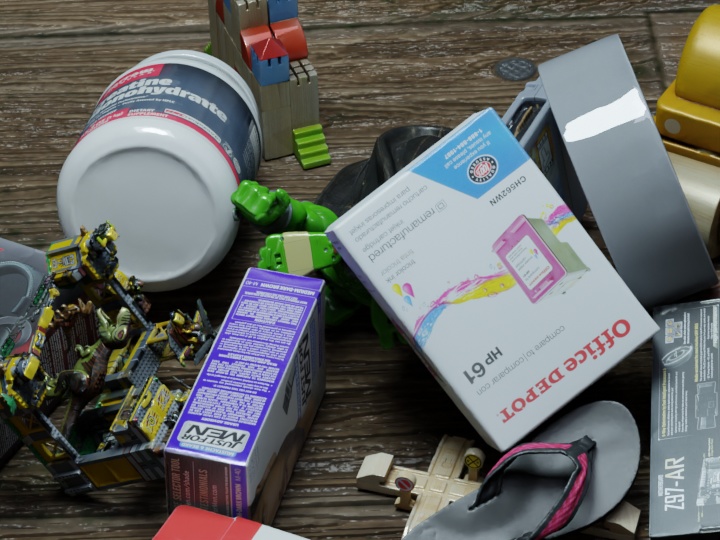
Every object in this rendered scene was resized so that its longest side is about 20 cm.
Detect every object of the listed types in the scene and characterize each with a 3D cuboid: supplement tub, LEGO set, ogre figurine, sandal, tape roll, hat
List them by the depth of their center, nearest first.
[{"bbox_3d":[0.113,0.155,1.584,0.200,0.045,0.075,-33,65,-17],"label":"sandal"},{"bbox_3d":[-0.168,0.059,1.645,0.116,0.154,0.200,-14,27,34],"label":"LEGO set"},{"bbox_3d":[0.197,-0.071,1.720,0.066,0.200,0.200,-22,39,9],"label":"tape roll"},{"bbox_3d":[0.000,0.000,1.748,0.200,0.098,0.120,16,6,8],"label":"ogre figurine"},{"bbox_3d":[-0.152,-0.082,1.822,0.140,0.141,0.200,2,24,4],"label":"supplement tub"},{"bbox_3d":[0.049,-0.065,1.862,0.200,0.081,0.201,0,40,0],"label":"hat"}]

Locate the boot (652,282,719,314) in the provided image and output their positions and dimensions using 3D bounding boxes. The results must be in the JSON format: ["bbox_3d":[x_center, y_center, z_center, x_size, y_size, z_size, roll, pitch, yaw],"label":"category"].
[{"bbox_3d":[0.331,0.061,1.709,0.186,0.064,0.200,-23,38,-5],"label":"boot"}]

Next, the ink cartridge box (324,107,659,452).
[{"bbox_3d":[0.092,0.007,1.644,0.144,0.200,0.085,-38,4,-4],"label":"ink cartridge box"}]

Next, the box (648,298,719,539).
[{"bbox_3d":[0.282,0.104,1.612,0.160,0.044,0.200,-9,49,17],"label":"box"}]

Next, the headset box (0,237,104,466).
[{"bbox_3d":[-0.289,0.052,1.736,0.149,0.077,0.200,18,45,22],"label":"headset box"}]

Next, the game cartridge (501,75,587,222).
[{"bbox_3d":[0.122,-0.044,1.791,0.041,0.133,0.200,2,38,30],"label":"game cartridge"}]

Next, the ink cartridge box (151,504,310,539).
[{"bbox_3d":[-0.053,0.234,1.508,0.200,0.067,0.116,15,41,20],"label":"ink cartridge box"}]

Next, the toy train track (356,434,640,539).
[{"bbox_3d":[0.096,0.152,1.631,0.200,0.033,0.115,10,41,13],"label":"toy train track"}]

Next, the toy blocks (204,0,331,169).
[{"bbox_3d":[-0.084,-0.195,1.984,0.100,0.137,0.200,-14,41,-15],"label":"toy blocks"}]

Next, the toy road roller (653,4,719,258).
[{"bbox_3d":[0.287,-0.119,1.869,0.123,0.146,0.200,19,43,24],"label":"toy road roller"}]

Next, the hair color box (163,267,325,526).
[{"bbox_3d":[-0.077,0.103,1.638,0.065,0.109,0.200,10,41,12],"label":"hair color box"}]
